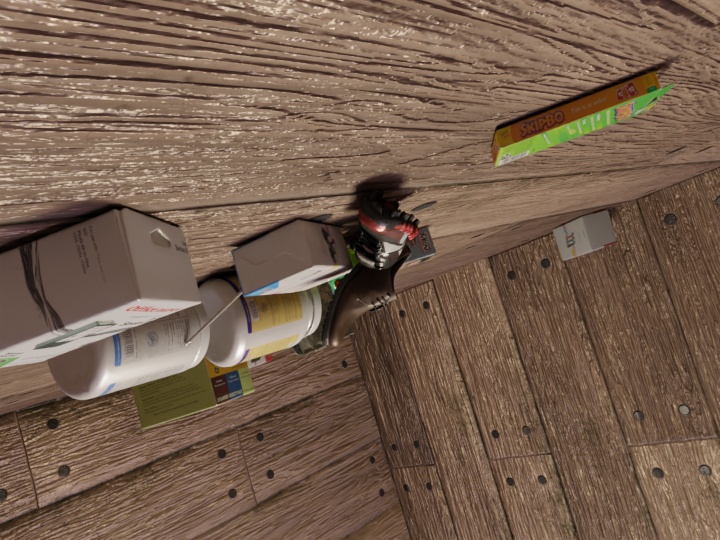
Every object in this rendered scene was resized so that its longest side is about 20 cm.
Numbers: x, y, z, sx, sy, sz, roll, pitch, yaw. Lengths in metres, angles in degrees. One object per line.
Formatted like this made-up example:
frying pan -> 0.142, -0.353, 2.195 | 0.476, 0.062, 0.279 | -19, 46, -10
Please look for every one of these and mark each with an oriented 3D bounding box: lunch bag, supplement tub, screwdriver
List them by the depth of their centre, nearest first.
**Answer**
supplement tub -> -0.331, 0.099, 0.873 | 0.129, 0.136, 0.198 | -21, 173, 28
screwdriver -> -0.191, 0.042, 0.918 | 0.200, 0.028, 0.029 | -46, -179, -31
supplement tub -> -0.178, 0.074, 1.057 | 0.144, 0.149, 0.197 | -23, 172, 42
lunch bag -> -0.113, 0.089, 1.294 | 0.115, 0.168, 0.200 | -21, 175, -21

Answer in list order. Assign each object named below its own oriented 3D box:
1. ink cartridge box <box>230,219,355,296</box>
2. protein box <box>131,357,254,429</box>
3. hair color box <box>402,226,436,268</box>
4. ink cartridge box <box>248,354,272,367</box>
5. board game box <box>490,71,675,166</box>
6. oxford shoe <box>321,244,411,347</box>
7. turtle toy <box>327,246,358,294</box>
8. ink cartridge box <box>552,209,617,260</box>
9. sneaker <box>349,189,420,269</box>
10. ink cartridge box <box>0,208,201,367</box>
ink cartridge box -> -0.087, -0.016, 0.887 | 0.113, 0.070, 0.199 | -21, 173, 17
protein box -> -0.349, 0.181, 1.215 | 0.194, 0.206, 0.134 | -20, 174, 22
hair color box -> 0.051, -0.027, 1.269 | 0.195, 0.062, 0.099 | -18, 174, -9
ink cartridge box -> -0.451, 0.313, 2.392 | 0.081, 0.151, 0.199 | -21, 174, 23
board game box -> 0.250, -0.174, 0.700 | 0.195, 0.031, 0.095 | -17, 175, 8
oxford shoe -> 0.010, 0.035, 0.907 | 0.203, 0.083, 0.073 | -57, 166, -6
turtle toy -> 0.000, 0.000, 1.049 | 0.142, 0.104, 0.200 | -17, -176, -10
ink cartridge box -> 0.936, -0.146, 2.533 | 0.142, 0.149, 0.200 | -16, 175, -20
sneaker -> 0.027, -0.048, 0.809 | 0.099, 0.070, 0.200 | -52, 170, 6
ink cartridge box -> -0.273, 0.023, 0.576 | 0.195, 0.086, 0.146 | -20, 175, 6
